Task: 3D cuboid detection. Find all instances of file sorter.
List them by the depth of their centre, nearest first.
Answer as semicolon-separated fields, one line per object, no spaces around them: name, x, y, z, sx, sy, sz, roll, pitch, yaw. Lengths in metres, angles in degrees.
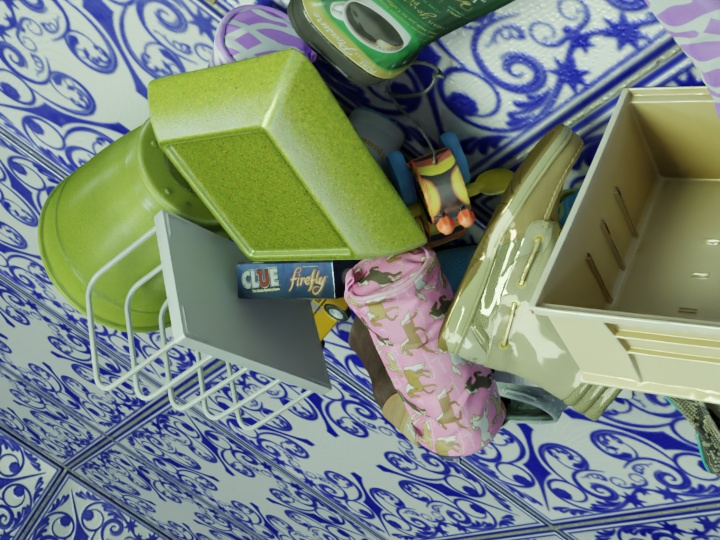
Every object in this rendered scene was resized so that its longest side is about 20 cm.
file sorter;-0.148;0.060;1.050;0.124;0.140;0.199;-34;143;26

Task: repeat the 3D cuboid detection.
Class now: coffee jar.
coffee jar;0.034;-0.204;0.747;0.104;0.086;0.199;37;151;-21

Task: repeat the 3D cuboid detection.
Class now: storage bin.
storage bin;0.248;-0.019;0.720;0.197;0.201;0.094;5;145;39

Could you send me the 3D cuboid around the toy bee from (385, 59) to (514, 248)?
toy bee;0.058;-0.063;0.907;0.130;0.110;0.200;-30;149;16

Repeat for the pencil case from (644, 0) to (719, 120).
pencil case;0.208;-0.172;0.645;0.200;0.084;0.085;48;170;-28

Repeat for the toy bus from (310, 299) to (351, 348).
toy bus;-0.044;0.024;1.214;0.078;0.065;0.200;32;152;-4

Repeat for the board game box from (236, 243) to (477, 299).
board game box;0.000;0.000;1.029;0.135;0.035;0.199;-2;-176;45

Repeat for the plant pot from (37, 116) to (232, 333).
plant pot;-0.206;-0.064;1.119;0.200;0.201;0.193;37;140;-14

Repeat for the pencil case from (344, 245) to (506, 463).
pencil case;0.057;0.070;0.937;0.082;0.086;0.201;16;139;51

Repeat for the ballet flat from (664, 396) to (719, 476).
ballet flat;0.337;0.129;1.032;0.075;0.068;0.200;-18;127;29

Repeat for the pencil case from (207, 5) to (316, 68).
pencil case;-0.101;-0.146;0.958;0.084;0.085;0.200;13;154;-11

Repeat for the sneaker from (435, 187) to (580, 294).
sneaker;0.140;-0.021;0.929;0.197;0.080;0.131;-1;143;6

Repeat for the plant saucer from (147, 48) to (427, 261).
plant saucer;-0.073;-0.074;0.883;0.198;0.048;0.201;0;135;45

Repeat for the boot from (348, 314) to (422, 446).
boot;0.044;0.071;1.154;0.167;0.072;0.201;56;145;35

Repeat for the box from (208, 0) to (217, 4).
box;-0.119;-0.292;0.810;0.121;0.033;0.200;38;150;-13

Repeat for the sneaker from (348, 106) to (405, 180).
sneaker;-0.015;-0.069;1.021;0.076;0.081;0.200;25;153;5

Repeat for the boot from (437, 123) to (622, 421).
boot;0.165;0.005;0.838;0.154;0.202;0.073;26;-165;4

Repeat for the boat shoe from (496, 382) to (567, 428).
boat shoe;0.137;0.130;1.125;0.070;0.072;0.200;44;150;-25

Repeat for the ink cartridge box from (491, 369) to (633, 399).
ink cartridge box;0.161;0.062;1.006;0.198;0.100;0.040;8;130;20
